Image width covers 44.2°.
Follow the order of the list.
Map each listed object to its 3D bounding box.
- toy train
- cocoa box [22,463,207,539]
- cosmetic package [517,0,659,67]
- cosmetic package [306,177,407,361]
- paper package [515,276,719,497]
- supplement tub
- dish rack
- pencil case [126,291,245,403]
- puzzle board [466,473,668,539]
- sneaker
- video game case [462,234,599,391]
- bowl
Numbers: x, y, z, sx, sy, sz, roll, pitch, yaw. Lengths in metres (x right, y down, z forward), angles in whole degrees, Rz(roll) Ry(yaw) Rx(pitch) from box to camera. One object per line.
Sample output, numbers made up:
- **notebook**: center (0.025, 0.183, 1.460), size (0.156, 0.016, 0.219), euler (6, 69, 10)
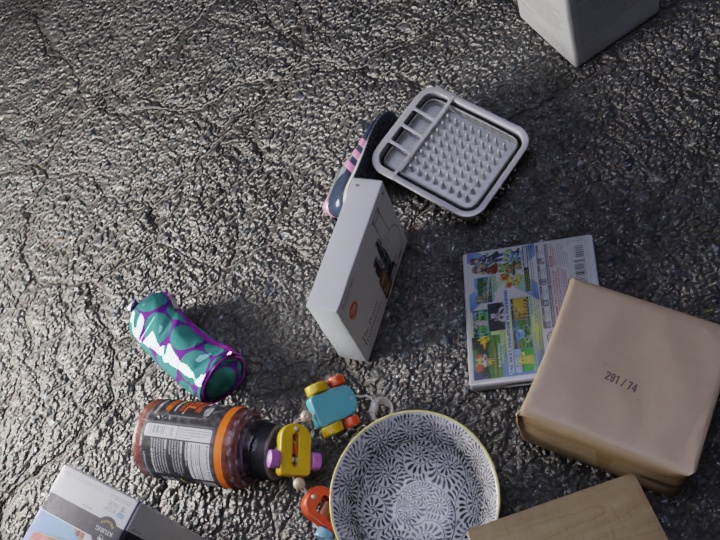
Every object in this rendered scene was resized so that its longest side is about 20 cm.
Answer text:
- **toy train**: center (-0.042, 0.238, 1.140), size (0.149, 0.056, 0.202), euler (33, 61, -10)
- **cocoa box**: center (-0.297, 0.349, 1.084), size (0.132, 0.201, 0.133), euler (16, 67, 28)
- **cosmetic package**: center (0.333, -0.461, 1.339), size (0.164, 0.201, 0.166), euler (-33, 54, -1)
- **cosmetic package**: center (0.000, 0.000, 1.215), size (0.051, 0.151, 0.203), euler (7, 63, 24)
- **paper package**: center (0.305, 0.134, 1.027), size (0.197, 0.104, 0.193), euler (19, 68, 20)
- **supplement tub**: center (-0.195, 0.231, 1.177), size (0.196, 0.107, 0.109), euler (2, 60, 21)
- **dish rack**: center (0.135, -0.170, 1.323), size (0.198, 0.044, 0.172), euler (31, 73, 25)
- **pencil case**: center (-0.254, 0.108, 1.287), size (0.199, 0.085, 0.093), euler (35, 103, 33)
- **puzzle board**: center (0.229, 0.312, 0.929), size (0.197, 0.018, 0.152), euler (-18, 52, -3)
- **sneaker**: center (-0.001, -0.165, 1.372), size (0.081, 0.070, 0.202), euler (-9, 44, 45)
- **video game case**: center (0.229, 0.055, 1.174), size (0.179, 0.022, 0.203), euler (-9, 58, 16)
- **bowl**: center (0.068, 0.278, 1.045), size (0.197, 0.095, 0.204), euler (-5, 62, 9)
